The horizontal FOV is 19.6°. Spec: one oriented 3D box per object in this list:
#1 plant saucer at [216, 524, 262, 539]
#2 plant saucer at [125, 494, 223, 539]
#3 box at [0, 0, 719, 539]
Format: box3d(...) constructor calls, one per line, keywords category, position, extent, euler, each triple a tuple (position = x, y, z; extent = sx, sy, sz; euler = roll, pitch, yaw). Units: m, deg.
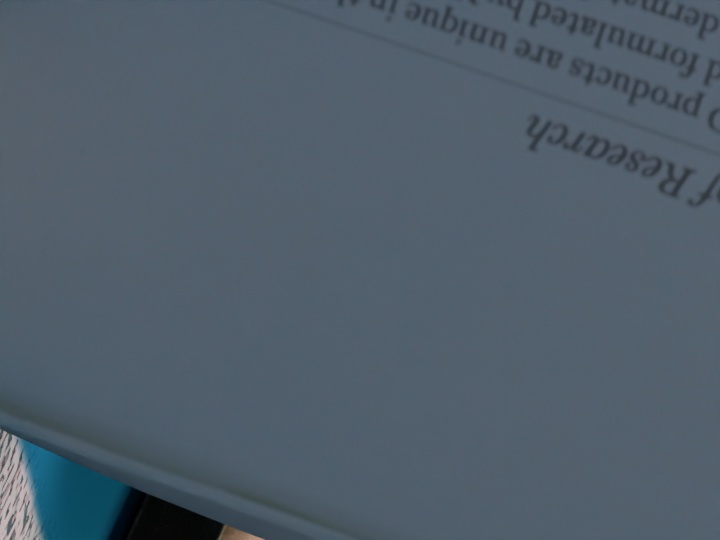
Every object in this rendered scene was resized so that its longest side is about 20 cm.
box3d(category="plant saucer", position=(-0.040, 0.145, 0.822), extent=(0.200, 0.035, 0.202), euler=(20, 90, -83))
box3d(category="plant saucer", position=(-0.072, 0.141, 0.854), extent=(0.200, 0.036, 0.202), euler=(20, 90, -83))
box3d(category="box", position=(0.021, -0.017, 0.462), extent=(0.199, 0.198, 0.173), euler=(72, 37, -80))
